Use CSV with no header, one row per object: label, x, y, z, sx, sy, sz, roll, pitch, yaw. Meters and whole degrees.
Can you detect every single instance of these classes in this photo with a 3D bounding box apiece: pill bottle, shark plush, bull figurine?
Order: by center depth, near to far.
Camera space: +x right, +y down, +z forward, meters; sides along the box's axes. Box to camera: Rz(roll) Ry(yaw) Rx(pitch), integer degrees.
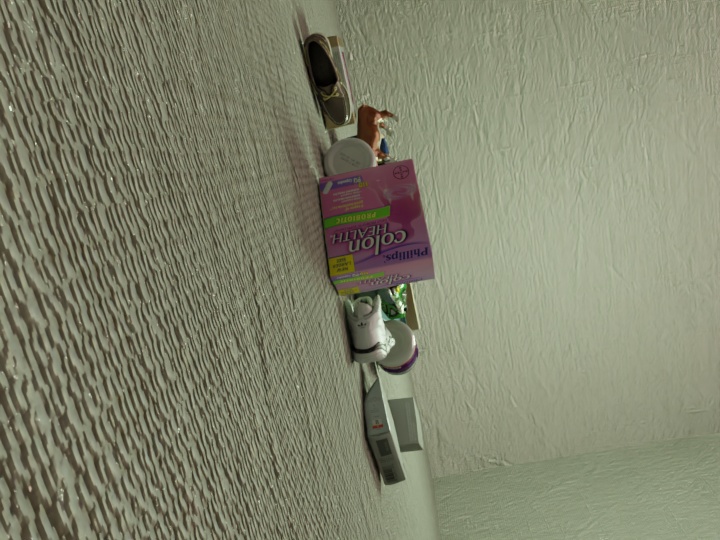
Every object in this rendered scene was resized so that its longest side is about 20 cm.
shark plush,0.008,0.012,1.080,0.200,0.083,0.091,76,-10,-45
pill bottle,-0.009,-0.196,1.163,0.200,0.108,0.109,57,22,-74
pill bottle,0.087,0.199,1.340,0.200,0.112,0.113,65,15,-69
bull figurine,0.031,-0.325,1.382,0.065,0.121,0.201,-167,-99,-67

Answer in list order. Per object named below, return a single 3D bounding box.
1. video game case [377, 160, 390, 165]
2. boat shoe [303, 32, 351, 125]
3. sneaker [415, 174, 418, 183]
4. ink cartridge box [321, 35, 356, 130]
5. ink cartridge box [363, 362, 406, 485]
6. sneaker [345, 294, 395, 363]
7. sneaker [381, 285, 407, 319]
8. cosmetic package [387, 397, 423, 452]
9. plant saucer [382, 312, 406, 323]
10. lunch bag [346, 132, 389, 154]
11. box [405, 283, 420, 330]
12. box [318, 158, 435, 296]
video game case,0.026,-0.164,1.316,0.180,0.025,0.201,7,-66,51
boat shoe,-0.072,-0.404,1.153,0.060,0.072,0.201,-80,155,-59
sneaker,0.070,-0.136,1.181,0.201,0.077,0.086,-62,172,-4
ink cartridge box,-0.064,-0.456,1.297,0.165,0.075,0.201,-90,169,-68
ink cartridge box,0.036,0.290,1.057,0.200,0.050,0.163,-107,-179,-53
sneaker,0.021,0.103,1.041,0.200,0.075,0.115,-31,112,-81
sneaker,0.080,0.078,1.330,0.200,0.078,0.086,-29,101,-77
cosmetic package,0.099,0.371,1.270,0.200,0.090,0.107,73,10,-68
plant saucer,0.063,0.110,1.381,0.200,0.019,0.070,39,34,-44
lunch bag,0.024,-0.267,1.492,0.132,0.135,0.201,63,17,-70
box,0.108,0.076,1.537,0.078,0.095,0.201,3,75,-84
box,0.028,-0.076,0.954,0.097,0.175,0.201,67,13,-65
